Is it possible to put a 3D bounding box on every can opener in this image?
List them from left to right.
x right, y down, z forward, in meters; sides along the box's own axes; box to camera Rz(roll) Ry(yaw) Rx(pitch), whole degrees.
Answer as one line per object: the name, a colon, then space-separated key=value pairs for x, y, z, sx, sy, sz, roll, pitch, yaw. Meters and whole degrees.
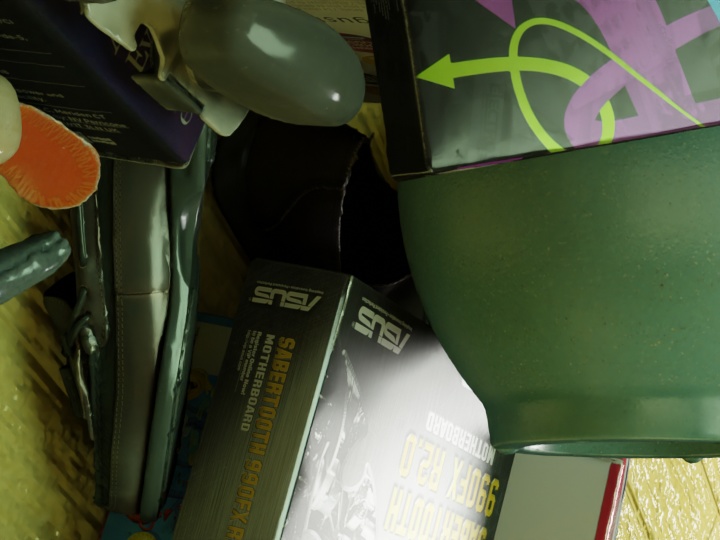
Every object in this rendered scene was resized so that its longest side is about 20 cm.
can opener: x=-0.057 y=-0.094 z=0.454 sx=0.200 sy=0.067 sz=0.054 roll=44 pitch=61 yaw=-57

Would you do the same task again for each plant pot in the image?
plant pot: x=0.110 y=0.006 z=0.699 sx=0.200 sy=0.199 sz=0.135 roll=18 pitch=70 yaw=-62

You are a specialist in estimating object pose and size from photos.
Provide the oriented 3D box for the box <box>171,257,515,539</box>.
box: x=-0.001 y=0.100 z=0.736 sx=0.200 sy=0.048 sz=0.159 roll=35 pitch=67 yaw=-59

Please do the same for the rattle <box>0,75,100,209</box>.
rattle: x=-0.152 y=-0.073 z=0.475 sx=0.200 sy=0.130 sz=0.143 roll=-23 pitch=88 yaw=-57

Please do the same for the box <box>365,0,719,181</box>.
box: x=0.094 y=-0.114 z=0.562 sx=0.199 sy=0.036 sz=0.144 roll=-11 pitch=94 yaw=-21

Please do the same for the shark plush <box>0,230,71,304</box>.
shark plush: x=-0.153 y=0.037 z=0.515 sx=0.200 sy=0.083 sz=0.091 roll=-12 pitch=109 yaw=-60

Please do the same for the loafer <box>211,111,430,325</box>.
loafer: x=0.000 y=0.000 z=0.801 sx=0.200 sy=0.071 sz=0.073 roll=55 pitch=51 yaw=-53

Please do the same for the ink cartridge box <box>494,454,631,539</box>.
ink cartridge box: x=0.089 y=0.149 z=0.937 sx=0.200 sy=0.084 sz=0.146 roll=-1 pitch=103 yaw=-80

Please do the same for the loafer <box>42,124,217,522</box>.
loafer: x=-0.090 y=-0.005 z=0.664 sx=0.072 sy=0.063 sz=0.201 roll=-92 pitch=-170 yaw=-75

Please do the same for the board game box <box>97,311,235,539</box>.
board game box: x=-0.043 y=0.143 z=0.783 sx=0.200 sy=0.056 sz=0.197 roll=42 pitch=62 yaw=-58

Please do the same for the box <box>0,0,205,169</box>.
box: x=-0.110 y=-0.143 z=0.520 sx=0.200 sy=0.104 sz=0.149 roll=46 pitch=59 yaw=-57

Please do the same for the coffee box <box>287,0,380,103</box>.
coffee box: x=0.054 y=-0.176 z=0.711 sx=0.198 sy=0.199 sz=0.201 roll=16 pitch=83 yaw=-61
